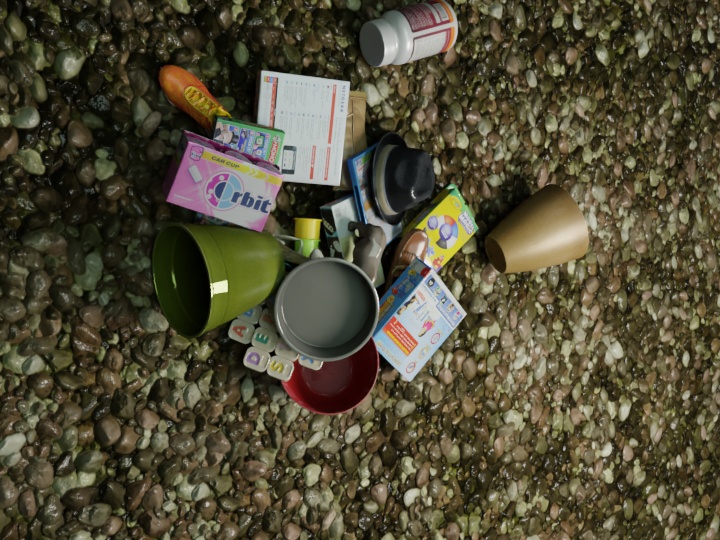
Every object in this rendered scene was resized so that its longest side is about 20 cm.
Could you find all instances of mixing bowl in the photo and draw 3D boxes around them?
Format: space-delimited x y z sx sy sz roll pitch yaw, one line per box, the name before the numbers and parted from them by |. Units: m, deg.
mixing bowl | -0.064 0.189 1.552 0.195 0.109 0.205 1 75 -3

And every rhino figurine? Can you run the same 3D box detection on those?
rhino figurine | 0.000 0.000 1.531 0.059 0.086 0.204 28 69 -45

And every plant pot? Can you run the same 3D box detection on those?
plant pot | -0.246 0.001 1.418 0.191 0.198 0.205 -14 99 -42
plant pot | 0.396 -0.077 1.820 0.197 0.186 0.190 -24 104 -16

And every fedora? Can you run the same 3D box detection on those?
fedora | 0.097 -0.193 1.622 0.199 0.090 0.206 9 80 -61

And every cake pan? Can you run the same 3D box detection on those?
cake pan | -0.064 0.069 1.457 0.195 0.037 0.205 -1 106 -5

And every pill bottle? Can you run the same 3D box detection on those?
pill bottle | 0.101 -0.498 1.646 0.197 0.109 0.112 -23 104 -29

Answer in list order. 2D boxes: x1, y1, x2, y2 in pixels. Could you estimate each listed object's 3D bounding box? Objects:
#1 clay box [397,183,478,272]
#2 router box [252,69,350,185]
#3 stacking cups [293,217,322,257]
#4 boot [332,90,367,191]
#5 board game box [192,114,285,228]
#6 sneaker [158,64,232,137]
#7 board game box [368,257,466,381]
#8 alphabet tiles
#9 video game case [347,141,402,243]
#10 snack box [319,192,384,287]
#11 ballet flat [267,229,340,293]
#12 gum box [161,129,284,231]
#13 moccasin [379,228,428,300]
clay box | 0.183 -0.094 1.749 0.200 0.047 0.116 -44 113 -21
router box | -0.119 -0.273 1.508 0.176 0.049 0.205 3 102 -18
stacking cups | -0.111 -0.002 1.562 0.059 0.060 0.205 3 90 -31
boot | -0.049 -0.264 1.589 0.172 0.066 0.205 -4 96 -31
board game box | -0.227 -0.175 1.450 0.132 0.029 0.204 8 111 -27
sneaker | -0.286 -0.303 1.434 0.200 0.077 0.074 43 73 -24
board game box | 0.110 0.107 1.642 0.196 0.056 0.200 -48 138 -5
alphabet tiles | -0.148 0.105 1.507 0.192 0.015 0.203 20 75 3
video game case | 0.033 -0.151 1.623 0.143 0.017 0.204 -38 121 -52
snack box | -0.014 -0.050 1.610 0.115 0.037 0.204 -28 111 -46
ballet flat | -0.113 -0.022 1.508 0.197 0.071 0.072 25 77 12
gum box | -0.241 -0.156 1.396 0.197 0.066 0.115 17 109 -29
moccasin | 0.092 0.009 1.654 0.073 0.078 0.204 27 94 -19
